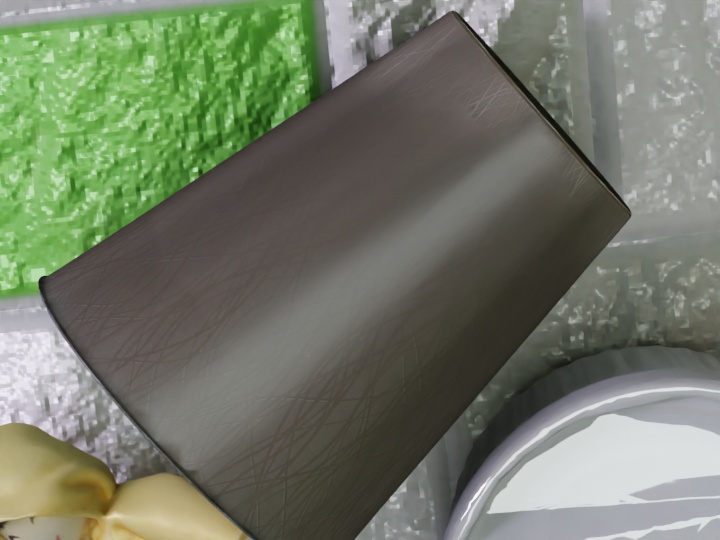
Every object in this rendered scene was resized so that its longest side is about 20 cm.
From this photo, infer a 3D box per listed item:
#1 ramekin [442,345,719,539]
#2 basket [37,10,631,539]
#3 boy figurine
[{"bbox_3d":[0.127,0.125,1.284,0.202,0.094,0.203,-1,110,-3],"label":"ramekin"},{"bbox_3d":[0.000,0.000,1.214,0.200,0.136,0.180,-42,119,6],"label":"basket"},{"bbox_3d":[-0.082,0.132,1.273,0.200,0.065,0.124,39,136,-22],"label":"boy figurine"}]
